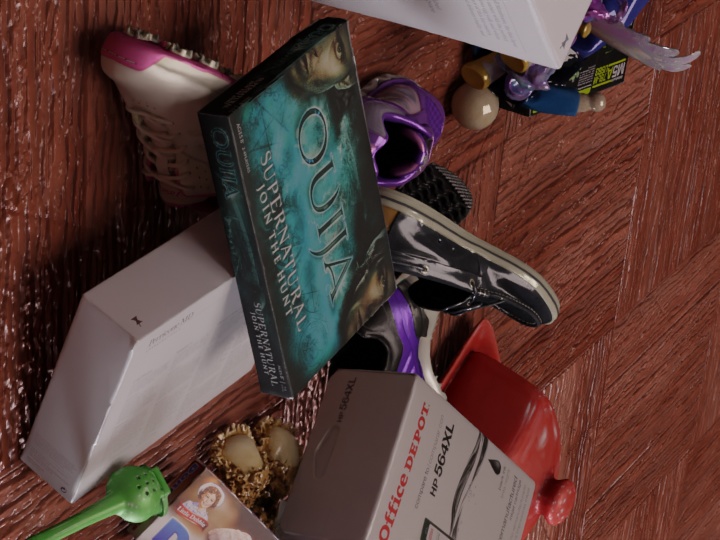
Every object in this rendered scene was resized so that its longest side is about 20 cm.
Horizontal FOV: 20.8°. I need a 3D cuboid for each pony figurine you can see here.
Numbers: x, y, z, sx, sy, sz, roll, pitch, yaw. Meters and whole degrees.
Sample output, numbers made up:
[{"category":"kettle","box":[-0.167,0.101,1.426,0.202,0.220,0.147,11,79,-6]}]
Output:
[{"category":"pony figurine","box":[0.154,-0.215,1.495,0.200,0.192,0.167,-42,153,-28]}]

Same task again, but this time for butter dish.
[{"category":"butter dish","box":[0.124,0.184,1.768,0.200,0.147,0.200,-54,149,-29]}]

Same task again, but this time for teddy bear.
[{"category":"teddy bear","box":[-0.093,0.206,1.474,0.145,0.066,0.202,-37,132,-56]}]

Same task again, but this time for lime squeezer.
[{"category":"lime squeezer","box":[-0.151,0.155,1.268,0.071,0.038,0.200,-49,170,7]}]

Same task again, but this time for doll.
[{"category":"doll","box":[0.156,-0.186,1.600,0.200,0.137,0.048,-40,-175,2]}]

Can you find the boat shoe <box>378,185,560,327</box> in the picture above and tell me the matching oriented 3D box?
[{"category":"boat shoe","box":[0.066,0.003,1.425,0.199,0.074,0.063,29,79,-38]}]

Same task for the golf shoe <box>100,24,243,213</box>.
[{"category":"golf shoe","box":[-0.107,-0.086,1.221,0.092,0.075,0.200,-64,153,-2]}]

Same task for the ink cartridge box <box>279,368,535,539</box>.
[{"category":"ink cartridge box","box":[0.040,0.185,1.524,0.200,0.084,0.147,43,58,-45]}]

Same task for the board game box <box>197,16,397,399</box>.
[{"category":"board game box","box":[-0.035,-0.040,1.234,0.135,0.028,0.201,-45,134,-43]}]

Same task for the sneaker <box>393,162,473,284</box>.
[{"category":"sneaker","box":[0.000,-0.001,1.487,0.199,0.070,0.094,-36,165,-32]}]

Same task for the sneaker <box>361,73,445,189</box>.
[{"category":"sneaker","box":[0.020,-0.096,1.440,0.200,0.088,0.081,-12,117,-61]}]

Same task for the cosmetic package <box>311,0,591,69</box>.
[{"category":"cosmetic package","box":[0.043,-0.249,1.250,0.124,0.199,0.200,-62,153,-14]}]

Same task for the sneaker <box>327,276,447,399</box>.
[{"category":"sneaker","box":[0.014,0.094,1.593,0.099,0.069,0.201,-39,137,-36]}]

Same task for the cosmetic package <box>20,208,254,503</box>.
[{"category":"cosmetic package","box":[-0.119,0.041,1.258,0.200,0.052,0.151,-36,161,-49]}]

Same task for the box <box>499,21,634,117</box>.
[{"category":"box","box":[0.190,-0.245,1.711,0.200,0.047,0.195,-25,131,-55]}]

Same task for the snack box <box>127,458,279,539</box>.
[{"category":"snack box","box":[-0.079,0.225,1.418,0.072,0.024,0.200,-45,119,-7]}]
